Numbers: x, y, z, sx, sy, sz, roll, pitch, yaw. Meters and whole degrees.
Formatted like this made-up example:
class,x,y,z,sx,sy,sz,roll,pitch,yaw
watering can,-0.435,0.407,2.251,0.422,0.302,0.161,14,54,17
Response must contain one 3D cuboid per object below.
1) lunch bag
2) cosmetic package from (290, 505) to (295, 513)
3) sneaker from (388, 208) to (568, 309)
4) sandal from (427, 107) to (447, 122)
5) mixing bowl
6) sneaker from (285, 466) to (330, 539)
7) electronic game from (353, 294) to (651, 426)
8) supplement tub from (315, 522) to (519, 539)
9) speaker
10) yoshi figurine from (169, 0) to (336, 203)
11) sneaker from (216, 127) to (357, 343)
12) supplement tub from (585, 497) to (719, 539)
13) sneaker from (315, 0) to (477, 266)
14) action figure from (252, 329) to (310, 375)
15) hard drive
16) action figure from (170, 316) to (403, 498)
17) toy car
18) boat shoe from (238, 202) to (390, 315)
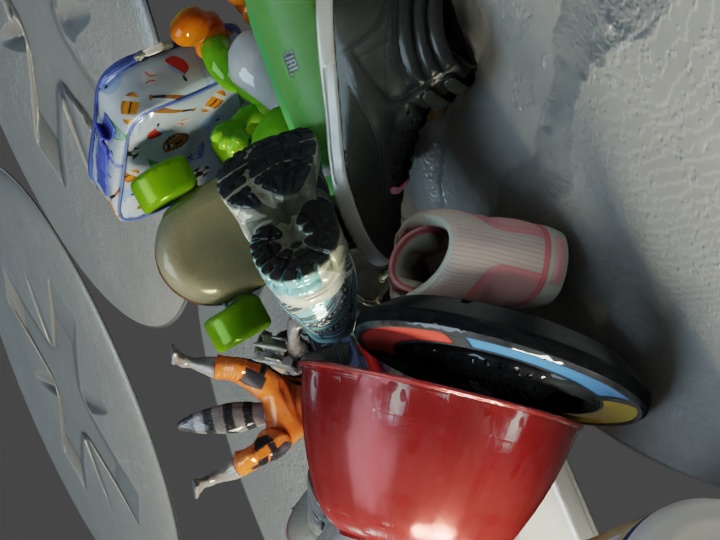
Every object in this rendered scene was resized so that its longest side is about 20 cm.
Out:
class,x,y,z,sx,sy,sz,roll,pitch,yaw
lunch bag,-0.169,-0.132,1.358,0.076,0.159,0.201,57,155,19
cosmetic package,0.029,0.281,1.385,0.200,0.101,0.072,46,150,40
sneaker,0.052,0.003,1.062,0.200,0.104,0.076,153,122,-63
sandal,0.000,-0.197,1.054,0.077,0.069,0.214,10,120,62
mixing bowl,0.042,0.134,1.027,0.200,0.198,0.110,-2,73,65
sneaker,-0.015,0.183,1.313,0.200,0.088,0.082,-48,46,34
electronic game,0.091,0.063,0.992,0.200,0.198,0.042,-15,55,66
supplement tub,0.030,0.235,1.204,0.133,0.131,0.200,58,145,18
speaker,-0.028,-0.162,1.127,0.088,0.088,0.202,-6,106,65
yoshi figurine,-0.073,-0.143,1.217,0.201,0.111,0.113,57,148,14
sneaker,-0.047,-0.023,1.055,0.201,0.077,0.087,-105,-6,-53
supplement tub,0.185,0.231,0.957,0.145,0.143,0.200,62,156,10
sneaker,0.032,-0.099,1.025,0.071,0.098,0.202,-52,-43,-66
action figure,-0.032,0.097,1.343,0.129,0.070,0.201,23,154,14
hard drive,0.127,0.169,1.168,0.202,0.026,0.132,67,156,0
action figure,-0.056,0.078,1.228,0.105,0.191,0.202,115,143,-69
toy car,-0.115,-0.025,1.375,0.165,0.157,0.200,61,168,0
boat shoe,0.000,0.000,1.178,0.200,0.068,0.072,40,-160,-11
